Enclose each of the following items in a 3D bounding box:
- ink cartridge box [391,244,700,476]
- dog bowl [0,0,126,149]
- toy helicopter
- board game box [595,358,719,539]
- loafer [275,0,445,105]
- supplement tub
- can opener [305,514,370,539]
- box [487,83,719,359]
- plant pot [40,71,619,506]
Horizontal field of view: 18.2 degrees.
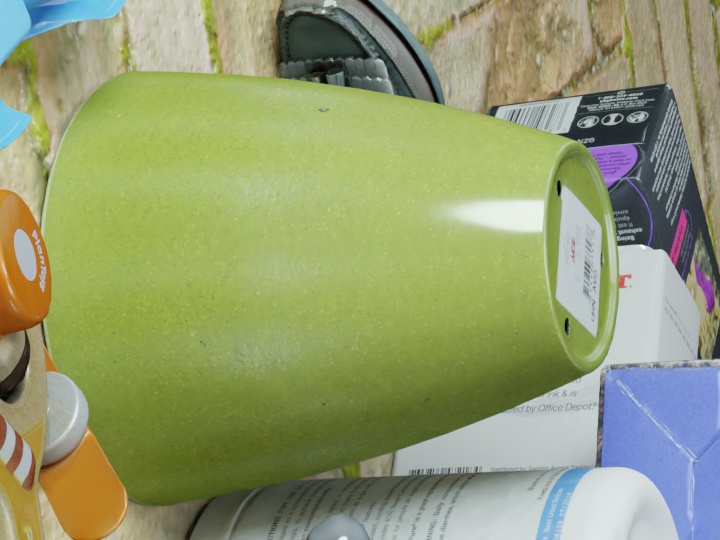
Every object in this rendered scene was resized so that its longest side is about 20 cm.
[{"bbox_3d":[0.098,0.097,1.207,0.084,0.144,0.201,49,44,-52],"label":"ink cartridge box"},{"bbox_3d":[-0.143,-0.120,0.821,0.200,0.049,0.112,-62,140,-50],"label":"dog bowl"},{"bbox_3d":[-0.124,0.073,0.779,0.132,0.078,0.202,26,52,-76],"label":"toy helicopter"},{"bbox_3d":[0.190,0.145,1.111,0.200,0.096,0.161,36,55,-60],"label":"board game box"},{"bbox_3d":[0.007,-0.061,1.128,0.200,0.071,0.063,62,39,-46],"label":"loafer"},{"bbox_3d":[0.034,0.155,0.988,0.132,0.199,0.133,-4,90,-65],"label":"supplement tub"},{"bbox_3d":[0.020,0.176,0.743,0.201,0.053,0.067,64,0,-2],"label":"can opener"},{"bbox_3d":[0.144,0.005,1.354,0.106,0.121,0.201,-62,141,-51],"label":"box"},{"bbox_3d":[0.000,0.000,0.938,0.187,0.199,0.189,-5,90,-66],"label":"plant pot"}]
